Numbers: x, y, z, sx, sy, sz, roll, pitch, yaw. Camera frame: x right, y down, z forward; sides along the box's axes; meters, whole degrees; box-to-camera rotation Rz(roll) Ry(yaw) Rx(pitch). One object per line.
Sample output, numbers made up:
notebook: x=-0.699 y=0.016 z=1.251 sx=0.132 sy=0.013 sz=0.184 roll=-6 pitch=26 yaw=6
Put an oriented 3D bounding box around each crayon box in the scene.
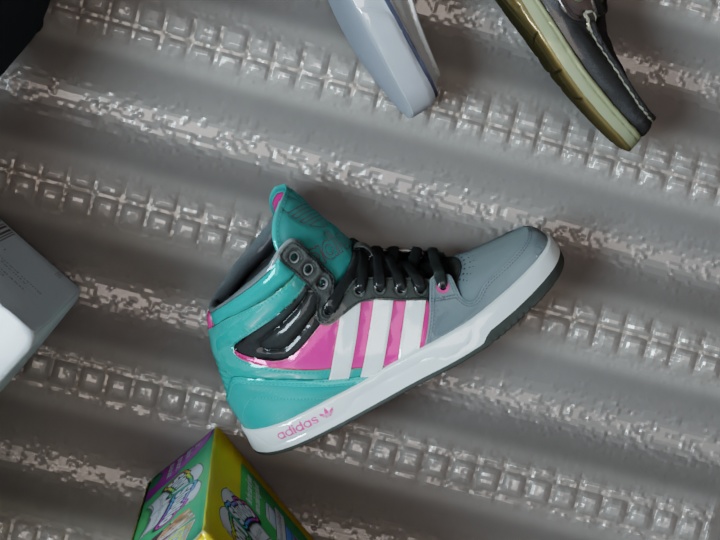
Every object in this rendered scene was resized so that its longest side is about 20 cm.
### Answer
crayon box: x=-0.041 y=0.181 z=0.733 sx=0.058 sy=0.200 sz=0.173 roll=-40 pitch=98 yaw=1

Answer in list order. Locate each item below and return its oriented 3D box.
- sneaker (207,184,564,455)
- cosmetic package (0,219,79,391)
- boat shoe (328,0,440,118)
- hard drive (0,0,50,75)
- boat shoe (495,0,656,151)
sneaker: x=0.000 y=0.000 z=0.780 sx=0.199 sy=0.084 sz=0.121 roll=-30 pitch=107 yaw=0
cosmetic package: x=-0.271 y=0.040 z=0.717 sx=0.167 sy=0.166 sz=0.200 roll=41 pitch=93 yaw=-8
boat shoe: x=0.003 y=-0.181 z=0.766 sx=0.065 sy=0.072 sz=0.201 roll=-27 pitch=95 yaw=-6
hard drive: x=-0.162 y=-0.155 z=0.671 sx=0.033 sy=0.140 sz=0.200 roll=29 pitch=132 yaw=-6
boat shoe: x=0.103 y=-0.157 z=0.772 sx=0.065 sy=0.073 sz=0.200 roll=-35 pitch=98 yaw=5
